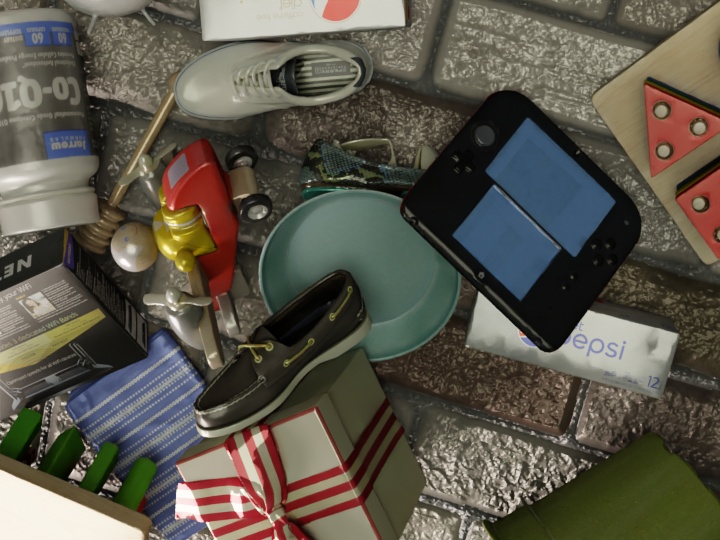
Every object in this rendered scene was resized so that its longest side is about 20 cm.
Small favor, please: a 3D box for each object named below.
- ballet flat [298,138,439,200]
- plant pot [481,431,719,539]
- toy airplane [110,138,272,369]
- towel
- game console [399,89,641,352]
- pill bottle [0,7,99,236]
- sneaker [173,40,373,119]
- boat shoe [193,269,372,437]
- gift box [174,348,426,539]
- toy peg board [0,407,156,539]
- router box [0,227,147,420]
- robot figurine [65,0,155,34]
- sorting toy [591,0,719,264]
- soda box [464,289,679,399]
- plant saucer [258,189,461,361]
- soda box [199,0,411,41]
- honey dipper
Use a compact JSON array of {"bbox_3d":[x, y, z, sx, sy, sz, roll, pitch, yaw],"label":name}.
[{"bbox_3d":[0.039,-0.093,1.107,0.196,0.074,0.076,9,102,1],"label":"ballet flat"},{"bbox_3d":[0.249,0.262,1.099,0.189,0.200,0.201,-40,94,-1],"label":"plant pot"},{"bbox_3d":[-0.165,-0.021,1.074,0.138,0.200,0.203,-7,98,-18],"label":"toy airplane"},{"bbox_3d":[-0.204,0.178,1.212,0.144,0.024,0.201,-34,97,10],"label":"towel"},{"bbox_3d":[0.155,-0.051,1.067,0.200,0.031,0.177,43,66,-3],"label":"game console"},{"bbox_3d":[-0.314,-0.140,1.103,0.112,0.114,0.204,-9,93,9],"label":"pill bottle"},{"bbox_3d":[-0.087,-0.187,1.092,0.196,0.071,0.074,-10,99,5],"label":"sneaker"},{"bbox_3d":[-0.078,0.073,1.055,0.200,0.071,0.061,-37,126,-24],"label":"boat shoe"},{"bbox_3d":[-0.061,0.213,1.103,0.198,0.187,0.186,-29,96,21],"label":"gift box"},{"bbox_3d":[-0.310,0.255,1.198,0.197,0.098,0.201,22,131,2],"label":"toy peg board"},{"bbox_3d":[-0.336,0.061,1.146,0.197,0.053,0.158,-22,135,10],"label":"router box"},{"bbox_3d":[-0.242,-0.327,1.069,0.167,0.113,0.204,-13,100,-20],"label":"robot figurine"},{"bbox_3d":[0.342,-0.132,1.035,0.199,0.070,0.200,-35,95,24],"label":"sorting toy"},{"bbox_3d":[0.204,0.060,1.112,0.196,0.063,0.070,14,103,5],"label":"soda box"},{"bbox_3d":[0.000,0.000,1.113,0.196,0.036,0.203,2,124,3],"label":"plant saucer"},{"bbox_3d":[-0.052,-0.258,1.084,0.196,0.064,0.070,-3,101,7],"label":"soda box"},{"bbox_3d":[-0.225,-0.110,1.149,0.038,0.038,0.202,33,101,0],"label":"honey dipper"}]
